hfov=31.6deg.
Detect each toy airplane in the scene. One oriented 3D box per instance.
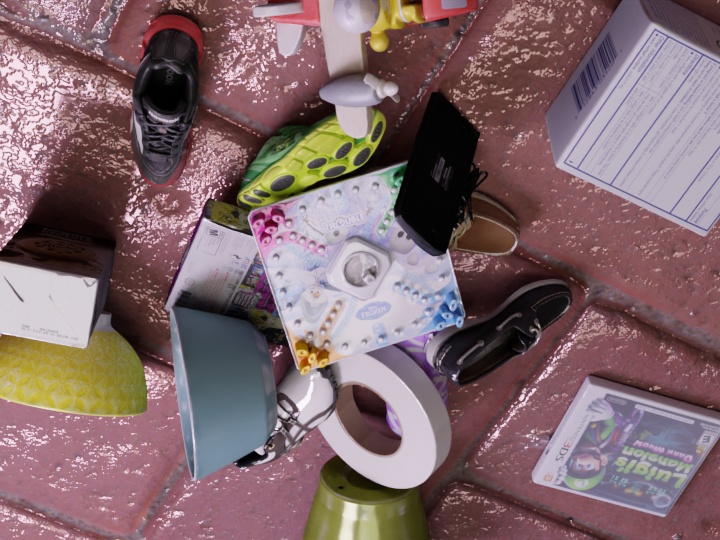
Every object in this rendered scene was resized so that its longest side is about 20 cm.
[{"bbox_3d":[-0.011,-0.261,1.243,0.200,0.141,0.199,41,107,-6],"label":"toy airplane"}]

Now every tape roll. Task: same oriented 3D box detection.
[{"bbox_3d":[0.019,0.171,1.545,0.202,0.037,0.204,25,133,29],"label":"tape roll"}]

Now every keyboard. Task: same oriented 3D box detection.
[{"bbox_3d":[0.079,-0.090,1.337,0.039,0.201,0.104,-26,121,40],"label":"keyboard"}]

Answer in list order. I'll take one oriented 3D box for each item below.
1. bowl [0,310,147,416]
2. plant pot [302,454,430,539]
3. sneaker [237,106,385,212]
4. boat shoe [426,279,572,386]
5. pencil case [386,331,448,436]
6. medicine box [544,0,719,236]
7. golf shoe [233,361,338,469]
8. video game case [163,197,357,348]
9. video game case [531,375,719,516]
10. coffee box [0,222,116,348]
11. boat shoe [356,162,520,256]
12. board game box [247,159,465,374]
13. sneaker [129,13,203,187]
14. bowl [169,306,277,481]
[{"bbox_3d":[-0.340,0.096,1.496,0.198,0.200,0.109,11,91,-8],"label":"bowl"},{"bbox_3d":[0.009,0.345,1.658,0.198,0.201,0.195,2,113,-1],"label":"plant pot"},{"bbox_3d":[-0.061,-0.131,1.365,0.199,0.084,0.074,-29,139,31],"label":"sneaker"},{"bbox_3d":[0.173,0.073,1.482,0.199,0.060,0.074,-22,132,-23],"label":"boat shoe"},{"bbox_3d":[0.073,0.115,1.543,0.083,0.086,0.201,-15,129,-18],"label":"pencil case"},{"bbox_3d":[0.326,-0.165,1.335,0.199,0.103,0.183,22,122,-16],"label":"medicine box"},{"bbox_3d":[-0.095,0.182,1.558,0.078,0.094,0.201,44,133,15],"label":"golf shoe"},{"bbox_3d":[-0.117,0.010,1.462,0.180,0.036,0.200,18,143,-11],"label":"video game case"},{"bbox_3d":[0.350,0.233,1.664,0.198,0.023,0.183,16,124,-11],"label":"video game case"},{"bbox_3d":[-0.336,0.013,1.395,0.112,0.200,0.081,11,101,-8],"label":"coffee box"},{"bbox_3d":[0.083,-0.053,1.432,0.198,0.074,0.076,16,124,-11],"label":"boat shoe"},{"bbox_3d":[0.000,0.000,1.383,0.198,0.026,0.202,-17,113,-1],"label":"board game box"},{"bbox_3d":[-0.208,-0.163,1.341,0.070,0.098,0.202,8,126,-8],"label":"sneaker"},{"bbox_3d":[-0.157,0.134,1.473,0.104,0.201,0.202,-8,126,-12],"label":"bowl"}]
